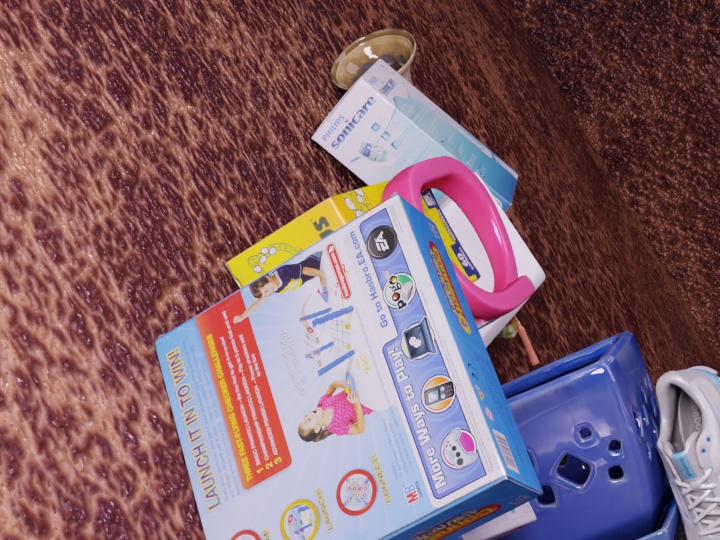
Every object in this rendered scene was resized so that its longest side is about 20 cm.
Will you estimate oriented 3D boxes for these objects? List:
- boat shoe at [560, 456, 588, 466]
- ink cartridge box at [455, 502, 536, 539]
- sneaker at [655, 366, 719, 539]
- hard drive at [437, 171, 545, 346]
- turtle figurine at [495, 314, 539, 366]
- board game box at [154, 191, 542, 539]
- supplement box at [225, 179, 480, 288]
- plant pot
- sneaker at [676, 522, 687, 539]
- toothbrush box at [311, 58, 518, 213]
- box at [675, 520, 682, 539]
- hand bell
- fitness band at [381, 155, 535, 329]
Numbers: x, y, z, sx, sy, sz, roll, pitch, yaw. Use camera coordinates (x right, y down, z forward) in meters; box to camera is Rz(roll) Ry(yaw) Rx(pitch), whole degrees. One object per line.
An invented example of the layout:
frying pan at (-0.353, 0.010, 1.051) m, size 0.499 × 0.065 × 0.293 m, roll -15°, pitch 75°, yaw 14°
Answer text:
boat shoe at (0.208, 0.176, 1.427) m, size 0.199 × 0.068 × 0.074 m, roll 70°, pitch 29°, yaw -80°
ink cartridge box at (0.057, 0.138, 0.992) m, size 0.120 × 0.042 × 0.200 m, roll 65°, pitch 17°, yaw 13°
sneaker at (0.281, 0.175, 1.165) m, size 0.087 × 0.075 × 0.201 m, roll 14°, pitch 58°, yaw -53°
hard drive at (0.085, 0.015, 1.338) m, size 0.200 × 0.026 × 0.132 m, roll -45°, pitch 106°, yaw -36°
turtle figurine at (0.100, 0.026, 1.462) m, size 0.200 × 0.064 × 0.161 m, roll 40°, pitch 11°, yaw -4°
board game box at (-0.015, 0.088, 0.870) m, size 0.056 × 0.195 × 0.201 m, roll 32°, pitch 33°, yaw -54°
supplement box at (0.000, 0.000, 1.149) m, size 0.109 × 0.109 × 0.200 m, roll 60°, pitch 25°, yaw 3°
plant pot at (0.174, 0.181, 1.230) m, size 0.180 × 0.199 × 0.200 m, roll 66°, pitch 18°, yaw 2°
sneaker at (0.313, 0.258, 1.270) m, size 0.200 × 0.060 × 0.105 m, roll -49°, pitch 143°, yaw -45°
toothbrush box at (0.061, -0.119, 1.470) m, size 0.200 × 0.085 × 0.146 m, roll 40°, pitch 18°, yaw -5°
box at (0.290, 0.303, 1.360) m, size 0.176 × 0.096 × 0.200 m, roll 46°, pitch 52°, yaw -34°
hand bell at (0.052, -0.173, 1.655) m, size 0.104 × 0.104 × 0.200 m, roll -99°, pitch 164°, yaw -48°
fitness band at (0.083, -0.026, 1.161) m, size 0.144 × 0.037 × 0.200 m, roll 60°, pitch 23°, yaw 2°
